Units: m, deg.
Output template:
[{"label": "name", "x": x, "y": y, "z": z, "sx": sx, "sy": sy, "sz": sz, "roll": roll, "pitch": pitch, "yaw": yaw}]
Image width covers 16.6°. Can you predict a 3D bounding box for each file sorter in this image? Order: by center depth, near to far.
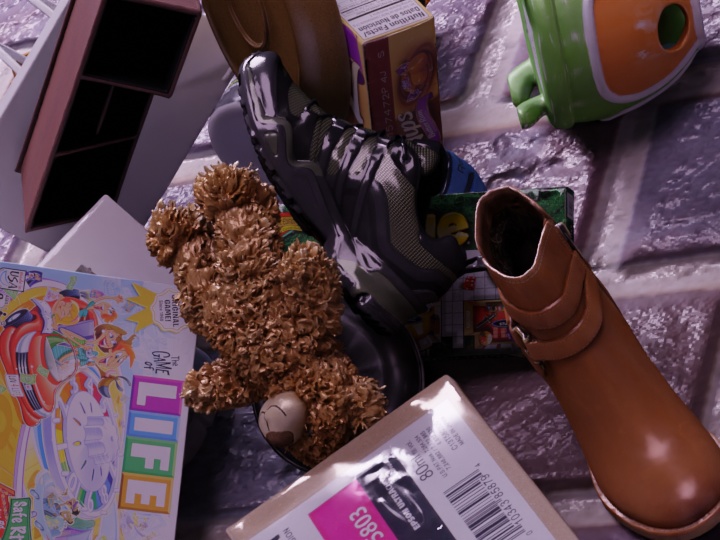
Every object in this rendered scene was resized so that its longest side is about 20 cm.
[{"label": "file sorter", "x": -0.205, "y": -0.124, "z": 1.788, "sx": 0.200, "sy": 0.139, "sz": 0.125, "roll": -59, "pitch": 31, "yaw": 4}]

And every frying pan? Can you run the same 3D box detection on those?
[{"label": "frying pan", "x": -0.021, "y": 0.034, "z": 1.540, "sx": 0.115, "sy": 0.031, "sz": 0.191, "roll": -9, "pitch": 79, "yaw": 17}]

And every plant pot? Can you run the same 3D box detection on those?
[{"label": "plant pot", "x": -0.066, "y": -0.176, "z": 1.596, "sx": 0.027, "sy": 0.201, "sz": 0.200, "roll": -23, "pitch": 33, "yaw": -18}]

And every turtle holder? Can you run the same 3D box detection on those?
[{"label": "turtle holder", "x": 0.157, "y": -0.170, "z": 1.657, "sx": 0.131, "sy": 0.141, "sz": 0.186, "roll": -12, "pitch": -2, "yaw": 3}]

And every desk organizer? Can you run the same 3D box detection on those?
[{"label": "desk organizer", "x": -0.168, "y": -0.117, "z": 1.639, "sx": 0.077, "sy": 0.072, "sz": 0.200, "roll": -104, "pitch": 30, "yaw": -51}]

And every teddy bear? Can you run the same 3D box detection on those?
[{"label": "teddy bear", "x": -0.063, "y": 0.032, "z": 1.482, "sx": 0.145, "sy": 0.201, "sz": 0.067, "roll": -16, "pitch": 1, "yaw": 31}]

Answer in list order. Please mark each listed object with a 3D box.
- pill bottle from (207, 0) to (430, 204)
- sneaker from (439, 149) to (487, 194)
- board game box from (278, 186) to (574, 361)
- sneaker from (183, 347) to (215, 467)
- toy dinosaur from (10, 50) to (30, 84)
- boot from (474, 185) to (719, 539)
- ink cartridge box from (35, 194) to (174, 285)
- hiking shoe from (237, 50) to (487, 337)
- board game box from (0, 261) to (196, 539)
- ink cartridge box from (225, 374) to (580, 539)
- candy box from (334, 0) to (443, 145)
[{"label": "pill bottle", "x": -0.019, "y": -0.150, "z": 1.766, "sx": 0.106, "sy": 0.106, "sz": 0.200, "roll": 2, "pitch": 49, "yaw": 38}, {"label": "sneaker", "x": 0.000, "y": 0.000, "z": 1.607, "sx": 0.200, "sy": 0.079, "sz": 0.066, "roll": -41, "pitch": 39, "yaw": -9}, {"label": "board game box", "x": 0.036, "y": 0.005, "z": 1.548, "sx": 0.199, "sy": 0.023, "sz": 0.105, "roll": -4, "pitch": 77, "yaw": 21}, {"label": "sneaker", "x": -0.178, "y": 0.120, "z": 1.608, "sx": 0.200, "sy": 0.077, "sz": 0.082, "roll": -46, "pitch": 32, "yaw": -18}, {"label": "toy dinosaur", "x": -0.233, "y": -0.170, "z": 2.009, "sx": 0.106, "sy": 0.061, "sz": 0.200, "roll": -13, "pitch": 40, "yaw": -13}, {"label": "boot", "x": 0.133, "y": 0.048, "z": 1.383, "sx": 0.077, "sy": 0.155, "sz": 0.200, "roll": -28, "pitch": 38, "yaw": 5}, {"label": "ink cartridge box", "x": -0.217, "y": 0.059, "z": 1.643, "sx": 0.200, "sy": 0.083, "sz": 0.147, "roll": -50, "pitch": 6, "yaw": -23}, {"label": "hiking shoe", "x": 0.000, "y": -0.060, "z": 1.521, "sx": 0.101, "sy": 0.076, "sz": 0.200, "roll": -30, "pitch": 76, "yaw": -4}, {"label": "board game box", "x": -0.176, "y": 0.100, "z": 1.535, "sx": 0.134, "sy": 0.034, "sz": 0.201, "roll": 8, "pitch": 69, "yaw": -9}, {"label": "ink cartridge box", "x": 0.036, "y": 0.173, "z": 1.383, "sx": 0.165, "sy": 0.075, "sz": 0.200, "roll": -35, "pitch": 37, "yaw": -4}, {"label": "candy box", "x": -0.019, "y": -0.159, "z": 1.614, "sx": 0.056, "sy": 0.117, "sz": 0.200, "roll": -22, "pitch": 44, "yaw": -18}]
